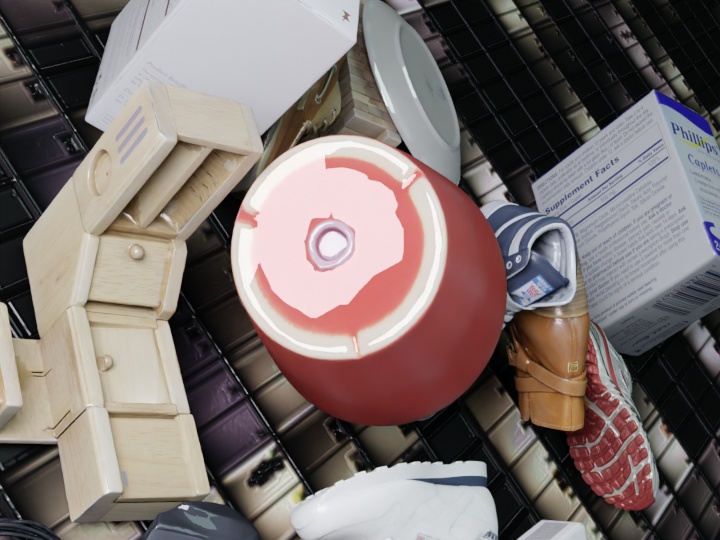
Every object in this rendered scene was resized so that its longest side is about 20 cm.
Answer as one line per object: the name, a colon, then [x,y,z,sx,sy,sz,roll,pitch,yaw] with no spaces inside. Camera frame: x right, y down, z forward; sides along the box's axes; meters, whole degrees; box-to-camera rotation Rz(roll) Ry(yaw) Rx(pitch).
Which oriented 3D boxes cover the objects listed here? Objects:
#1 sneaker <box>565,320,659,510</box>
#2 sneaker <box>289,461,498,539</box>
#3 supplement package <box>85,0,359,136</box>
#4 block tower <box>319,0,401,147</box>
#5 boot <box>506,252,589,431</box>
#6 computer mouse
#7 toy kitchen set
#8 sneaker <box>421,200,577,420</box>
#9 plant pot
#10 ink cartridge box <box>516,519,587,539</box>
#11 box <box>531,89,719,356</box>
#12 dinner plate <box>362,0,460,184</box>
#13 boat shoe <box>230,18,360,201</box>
sneaker: [0.235,0.127,1.110,0.081,0.078,0.203,6,58,-45]
sneaker: [0.034,0.187,0.858,0.198,0.076,0.082,5,67,-43]
supplement package: [-0.102,-0.179,0.886,0.116,0.199,0.119,30,43,-27]
block tower: [-0.012,-0.195,1.116,0.057,0.054,0.203,16,50,-37]
boot: [0.158,0.055,1.073,0.075,0.200,0.158,-7,97,-17]
computer mouse: [-0.137,0.170,0.693,0.198,0.059,0.034,9,22,-42]
toy kitchen set: [-0.153,0.020,0.693,0.161,0.180,0.203,8,53,-42]
sneaker: [0.101,0.036,0.942,0.070,0.108,0.202,35,79,-30]
plant pot: [0.000,0.000,0.811,0.203,0.198,0.177,64,5,14]
ink cartridge box: [0.121,0.307,0.876,0.199,0.044,0.180,-18,100,-51]
box: [0.294,-0.044,1.218,0.104,0.183,0.203,14,52,-38]
dinner plate: [0.059,-0.175,1.146,0.201,0.024,0.202,53,25,-38]
boat shoe: [-0.048,-0.146,0.969,0.073,0.075,0.203,26,76,-29]
